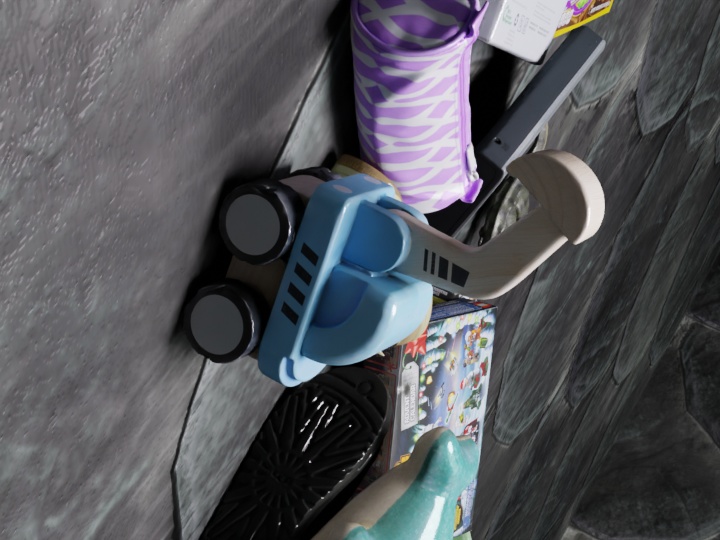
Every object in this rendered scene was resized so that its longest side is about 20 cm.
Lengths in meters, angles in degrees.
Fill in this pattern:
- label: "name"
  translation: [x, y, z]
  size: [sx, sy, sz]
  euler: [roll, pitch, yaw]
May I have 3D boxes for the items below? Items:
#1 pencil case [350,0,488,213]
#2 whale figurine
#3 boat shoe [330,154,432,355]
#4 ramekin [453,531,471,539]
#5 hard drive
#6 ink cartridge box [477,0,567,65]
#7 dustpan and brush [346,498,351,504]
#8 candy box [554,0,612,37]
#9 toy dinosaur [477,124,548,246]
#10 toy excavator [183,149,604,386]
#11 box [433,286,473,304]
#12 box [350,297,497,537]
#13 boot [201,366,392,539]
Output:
- label: "pencil case"
  translation: [0.038, -0.112, 0.998]
  size: [0.084, 0.085, 0.200]
  euler: [-56, 160, -22]
- label: "whale figurine"
  translation: [0.029, 0.210, 1.117]
  size: [0.201, 0.104, 0.159]
  euler: [-53, 154, 1]
- label: "boat shoe"
  translation: [0.000, 0.000, 1.081]
  size: [0.063, 0.073, 0.201]
  euler: [-51, 149, -21]
- label: "ramekin"
  translation: [0.014, 0.291, 1.377]
  size: [0.199, 0.097, 0.202]
  euler: [-16, 109, -57]
- label: "hard drive"
  translation: [0.119, -0.105, 1.270]
  size: [0.200, 0.033, 0.140]
  euler: [-51, 179, -40]
- label: "ink cartridge box"
  translation: [0.141, -0.262, 1.170]
  size: [0.201, 0.040, 0.199]
  euler: [-67, 165, 9]
- label: "dustpan and brush"
  translation: [-0.029, 0.183, 1.289]
  size: [0.139, 0.057, 0.202]
  euler: [9, 99, -67]
- label: "candy box"
  translation: [0.200, -0.267, 1.372]
  size: [0.200, 0.026, 0.103]
  euler: [-34, 142, -60]
- label: "toy dinosaur"
  translation: [0.147, -0.069, 1.465]
  size: [0.201, 0.047, 0.088]
  euler: [-67, 157, -3]
- label: "toy excavator"
  translation: [0.022, -0.005, 0.901]
  size: [0.100, 0.199, 0.196]
  euler: [-22, 135, -67]
- label: "box"
  translation: [0.055, 0.080, 1.379]
  size: [0.075, 0.050, 0.201]
  euler: [-39, 150, -55]
- label: "box"
  translation: [0.051, 0.130, 1.262]
  size: [0.136, 0.040, 0.202]
  euler: [-10, 110, -51]
- label: "boot"
  translation: [-0.039, 0.182, 1.180]
  size: [0.212, 0.079, 0.158]
  euler: [-51, 154, -8]
